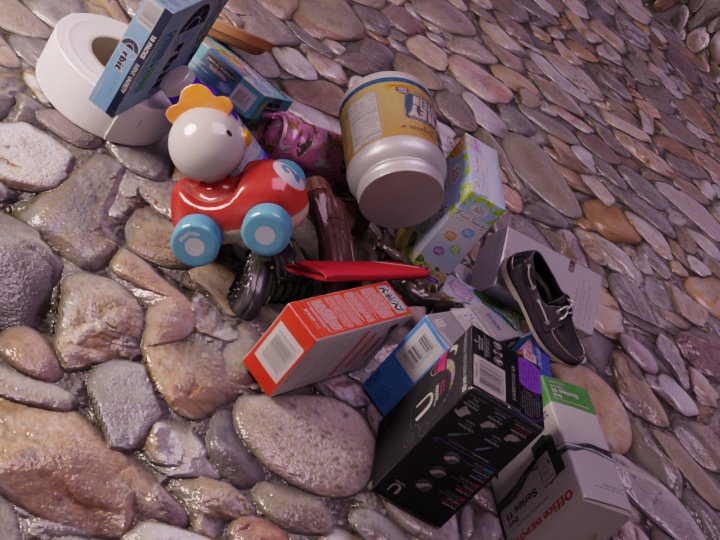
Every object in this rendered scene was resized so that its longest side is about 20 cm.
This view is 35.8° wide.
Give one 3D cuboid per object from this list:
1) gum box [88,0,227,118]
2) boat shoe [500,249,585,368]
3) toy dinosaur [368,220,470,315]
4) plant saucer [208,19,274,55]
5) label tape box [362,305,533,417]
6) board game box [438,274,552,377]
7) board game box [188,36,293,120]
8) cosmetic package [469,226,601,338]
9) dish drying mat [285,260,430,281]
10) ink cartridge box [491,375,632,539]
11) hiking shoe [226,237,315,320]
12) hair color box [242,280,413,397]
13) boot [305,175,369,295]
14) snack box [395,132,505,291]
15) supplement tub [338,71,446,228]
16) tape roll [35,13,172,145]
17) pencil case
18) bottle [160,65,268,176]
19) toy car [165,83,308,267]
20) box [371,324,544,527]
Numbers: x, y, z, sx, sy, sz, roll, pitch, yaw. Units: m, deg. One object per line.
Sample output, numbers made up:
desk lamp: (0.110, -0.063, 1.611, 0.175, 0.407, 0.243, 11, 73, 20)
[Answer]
gum box: (-0.253, -0.300, 1.445, 0.045, 0.170, 0.200, 38, 31, -1)
boat shoe: (0.288, 0.057, 1.683, 0.200, 0.063, 0.073, 57, 42, -4)
toy dinosaur: (0.058, 0.009, 1.594, 0.200, 0.077, 0.102, 45, 4, 36)
plant saucer: (-0.237, -0.392, 1.796, 0.200, 0.032, 0.200, 24, 9, -4)
label tape box: (0.118, 0.116, 1.460, 0.200, 0.143, 0.066, -8, 55, -51)
board game box: (0.193, 0.115, 1.643, 0.199, 0.041, 0.200, 29, 32, -17)
board game box: (-0.192, -0.293, 1.697, 0.151, 0.047, 0.200, 41, 10, 2)
cosmetic package: (0.278, 0.026, 1.777, 0.200, 0.081, 0.113, 25, 65, -24)
dish drying mat: (0.000, 0.000, 1.446, 0.077, 0.018, 0.200, 15, 9, 42)
ink cartridge box: (0.241, 0.258, 1.404, 0.083, 0.147, 0.200, 21, 34, -26)
hiking shoe: (-0.104, 0.009, 1.429, 0.101, 0.076, 0.200, 30, 31, -8)
hair color box: (-0.037, 0.081, 1.372, 0.200, 0.111, 0.064, -10, 56, -53)
boot: (-0.018, -0.015, 1.571, 0.186, 0.064, 0.200, 31, 37, -57)
snack box: (0.130, -0.082, 1.679, 0.068, 0.200, 0.169, 29, 31, -18)
supplement tub: (0.047, -0.176, 1.625, 0.145, 0.145, 0.200, 19, 45, -30)
tape roll: (-0.341, -0.265, 1.541, 0.202, 0.071, 0.202, 28, 32, -19)
pencil case: (-0.064, -0.179, 1.711, 0.200, 0.083, 0.087, 14, 49, -34)
bottle: (-0.198, -0.191, 1.521, 0.200, 0.065, 0.084, 54, 28, -38)
toy car: (-0.166, -0.137, 1.390, 0.177, 0.200, 0.184, -8, 26, 8)
box: (0.111, 0.184, 1.307, 0.106, 0.200, 0.122, 31, 31, -14)
